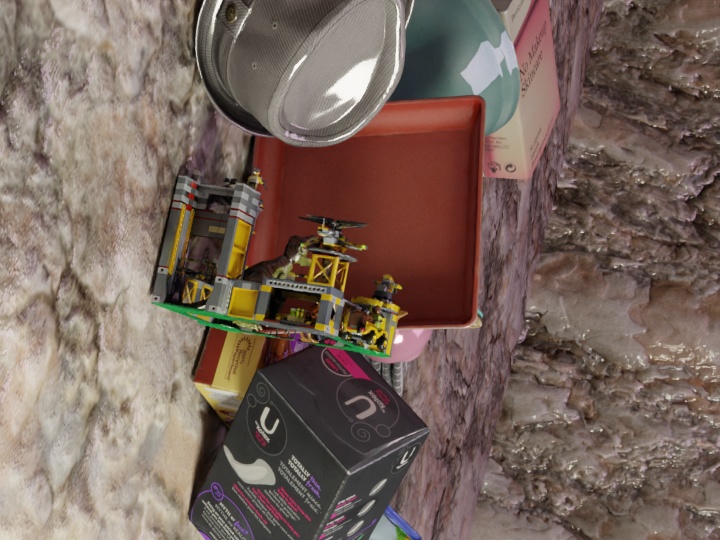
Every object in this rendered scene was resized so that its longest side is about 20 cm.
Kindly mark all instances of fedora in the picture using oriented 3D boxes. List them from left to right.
[{"bbox_3d":[-0.025,-0.169,1.194,0.176,0.090,0.201,20,113,-41],"label":"fedora"}]

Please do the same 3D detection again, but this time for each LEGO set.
[{"bbox_3d":[-0.058,-0.011,1.234,0.153,0.198,0.117,23,77,-56],"label":"LEGO set"}]

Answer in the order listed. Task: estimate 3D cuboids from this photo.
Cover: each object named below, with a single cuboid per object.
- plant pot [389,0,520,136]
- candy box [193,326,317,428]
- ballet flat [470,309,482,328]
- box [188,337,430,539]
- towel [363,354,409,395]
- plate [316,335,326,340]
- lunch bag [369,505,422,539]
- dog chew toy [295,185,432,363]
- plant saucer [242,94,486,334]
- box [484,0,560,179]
[{"bbox_3d":[0.026,-0.175,1.468,0.134,0.200,0.201,-39,148,-26],"label":"plant pot"},{"bbox_3d":[-0.087,0.079,1.444,0.200,0.056,0.118,67,36,-67],"label":"candy box"},{"bbox_3d":[0.039,0.017,1.716,0.066,0.199,0.070,-57,-168,-17],"label":"ballet flat"},{"bbox_3d":[-0.046,0.172,1.370,0.106,0.122,0.201,-23,150,-43],"label":"box"},{"bbox_3d":[0.028,0.040,1.854,0.201,0.085,0.166,87,18,-48],"label":"towel"},{"bbox_3d":[-0.026,0.025,1.576,0.200,0.025,0.202,-9,90,-85],"label":"plate"},{"bbox_3d":[-0.058,0.300,1.548,0.199,0.128,0.170,-36,163,-24],"label":"lunch bag"},{"bbox_3d":[0.000,0.000,1.451,0.201,0.124,0.125,59,35,-28],"label":"dog chew toy"},{"bbox_3d":[0.005,-0.040,1.332,0.037,0.198,0.202,54,37,-63],"label":"plant saucer"},{"bbox_3d":[0.122,-0.207,1.599,0.128,0.108,0.201,-63,151,-41],"label":"box"}]
